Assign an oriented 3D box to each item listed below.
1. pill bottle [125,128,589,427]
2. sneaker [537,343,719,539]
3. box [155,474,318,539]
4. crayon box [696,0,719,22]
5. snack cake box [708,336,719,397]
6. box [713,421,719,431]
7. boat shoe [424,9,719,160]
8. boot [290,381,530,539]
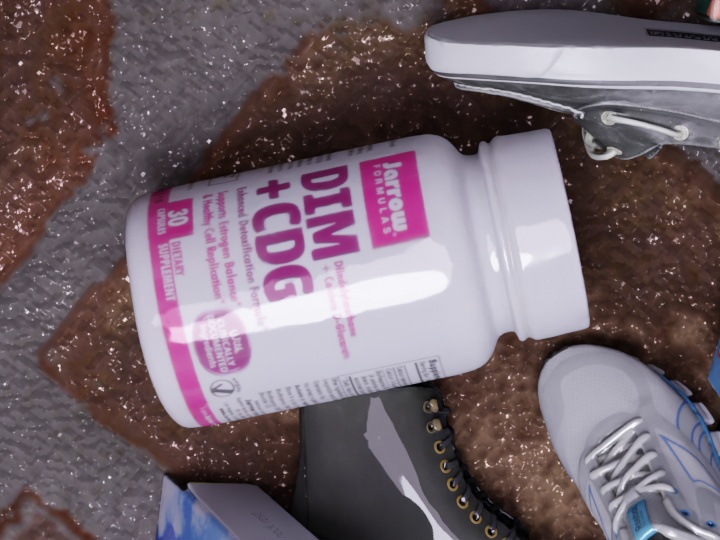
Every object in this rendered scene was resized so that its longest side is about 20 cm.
[{"bbox_3d":[0.000,0.000,0.908,0.199,0.113,0.114,-12,100,4],"label":"pill bottle"},{"bbox_3d":[0.140,0.109,0.905,0.075,0.087,0.200,-43,60,14],"label":"sneaker"},{"bbox_3d":[-0.048,0.182,0.919,0.048,0.200,0.122,2,102,-25],"label":"box"},{"bbox_3d":[0.228,-0.210,0.891,0.127,0.051,0.201,3,101,0],"label":"crayon box"},{"bbox_3d":[0.267,0.057,0.870,0.200,0.115,0.067,15,101,-1],"label":"snack cake box"},{"bbox_3d":[0.278,0.107,0.961,0.200,0.044,0.160,30,100,-4],"label":"box"},{"bbox_3d":[0.127,-0.082,0.913,0.199,0.071,0.064,6,112,7],"label":"boat shoe"},{"bbox_3d":[0.059,0.117,0.955,0.199,0.077,0.139,1,96,0],"label":"boot"}]
